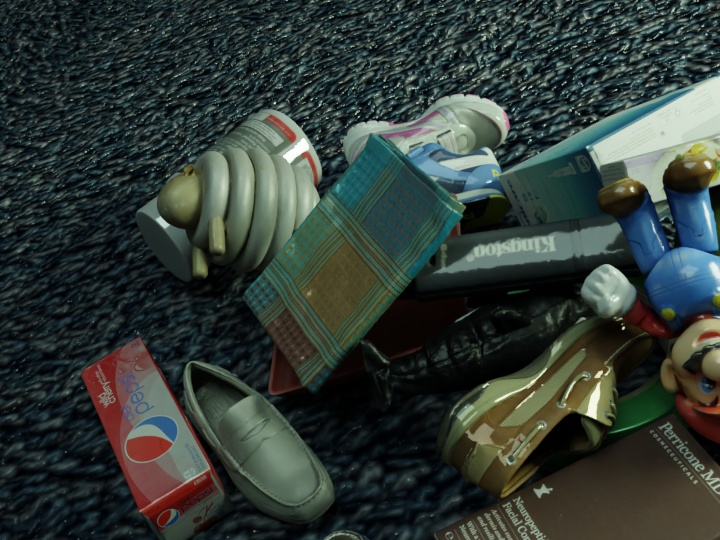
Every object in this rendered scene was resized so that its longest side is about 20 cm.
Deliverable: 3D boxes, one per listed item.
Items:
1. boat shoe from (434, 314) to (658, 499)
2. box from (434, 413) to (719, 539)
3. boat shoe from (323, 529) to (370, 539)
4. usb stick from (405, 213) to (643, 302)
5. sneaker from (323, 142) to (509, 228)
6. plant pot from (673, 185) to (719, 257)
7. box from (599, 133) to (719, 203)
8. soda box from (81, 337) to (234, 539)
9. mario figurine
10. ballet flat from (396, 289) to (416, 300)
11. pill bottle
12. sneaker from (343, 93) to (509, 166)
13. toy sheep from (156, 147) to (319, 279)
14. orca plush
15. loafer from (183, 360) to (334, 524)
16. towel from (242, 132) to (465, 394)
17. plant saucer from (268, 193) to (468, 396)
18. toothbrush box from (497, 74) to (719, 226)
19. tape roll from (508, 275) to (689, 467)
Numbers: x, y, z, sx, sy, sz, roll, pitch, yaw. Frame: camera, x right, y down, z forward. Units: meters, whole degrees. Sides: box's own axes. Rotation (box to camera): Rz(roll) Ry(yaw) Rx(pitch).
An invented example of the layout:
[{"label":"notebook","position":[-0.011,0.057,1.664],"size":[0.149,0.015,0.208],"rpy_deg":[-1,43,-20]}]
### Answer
[{"label":"boat shoe","position":[0.148,0.101,0.640],"size":[0.199,0.076,0.074],"rpy_deg":[-28,51,-23]},{"label":"box","position":[0.162,0.194,0.609],"size":[0.199,0.075,0.100],"rpy_deg":[-24,41,-8]},{"label":"boat shoe","position":[-0.014,0.260,0.602],"size":[0.072,0.073,0.201],"rpy_deg":[-10,41,10]},{"label":"usb stick","position":[0.133,-0.011,0.713],"size":[0.198,0.033,0.056],"rpy_deg":[-8,68,16]},{"label":"sneaker","position":[0.059,-0.089,0.949],"size":[0.198,0.074,0.083],"rpy_deg":[-2,67,7]},{"label":"plant pot","position":[0.354,-0.005,0.697],"size":[0.186,0.188,0.200],"rpy_deg":[-32,26,-16]},{"label":"box","position":[0.290,-0.090,0.707],"size":[0.198,0.039,0.041],"rpy_deg":[-16,5,-13]},{"label":"soda box","position":[-0.188,0.150,0.798],"size":[0.070,0.064,0.200],"rpy_deg":[-30,42,-13]},{"label":"mario figurine","position":[0.234,0.023,0.605],"size":[0.105,0.202,0.123],"rpy_deg":[-12,-11,-33]},{"label":"ballet flat","position":[0.000,0.000,0.811],"size":[0.198,0.073,0.073],"rpy_deg":[-10,39,28]},{"label":"pill bottle","position":[-0.150,-0.086,1.006],"size":[0.200,0.114,0.113],"rpy_deg":[-41,45,-25]},{"label":"sneaker","position":[0.074,-0.134,1.009],"size":[0.198,0.082,0.089],"rpy_deg":[-15,41,17]},{"label":"toy sheep","position":[-0.108,-0.057,0.890],"size":[0.198,0.139,0.138],"rpy_deg":[9,30,-30]},{"label":"orca plush","position":[0.098,0.043,0.705],"size":[0.198,0.071,0.106],"rpy_deg":[-7,52,-1]},{"label":"loafer","position":[-0.097,0.145,0.763],"size":[0.070,0.070,0.199],"rpy_deg":[-39,44,-23]},{"label":"towel","position":[-0.012,-0.012,0.759],"size":[0.200,0.022,0.147],"rpy_deg":[-50,44,7]},{"label":"plant saucer","position":[0.013,0.029,0.855],"size":[0.198,0.037,0.201],"rpy_deg":[-19,40,18]},{"label":"toothbrush box","position":[0.238,-0.095,0.817],"size":[0.146,0.086,0.200],"rpy_deg":[-28,6,-12]},{"label":"tape roll","position":[0.191,0.072,0.751],"size":[0.198,0.048,0.201],"rpy_deg":[-11,42,10]}]
